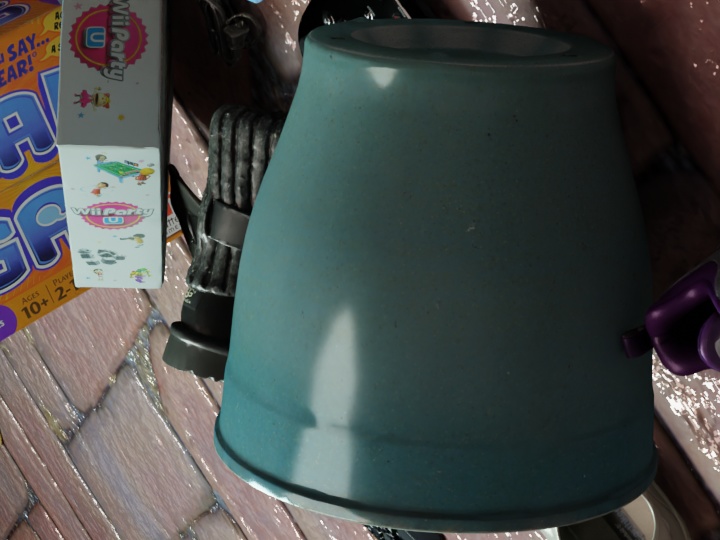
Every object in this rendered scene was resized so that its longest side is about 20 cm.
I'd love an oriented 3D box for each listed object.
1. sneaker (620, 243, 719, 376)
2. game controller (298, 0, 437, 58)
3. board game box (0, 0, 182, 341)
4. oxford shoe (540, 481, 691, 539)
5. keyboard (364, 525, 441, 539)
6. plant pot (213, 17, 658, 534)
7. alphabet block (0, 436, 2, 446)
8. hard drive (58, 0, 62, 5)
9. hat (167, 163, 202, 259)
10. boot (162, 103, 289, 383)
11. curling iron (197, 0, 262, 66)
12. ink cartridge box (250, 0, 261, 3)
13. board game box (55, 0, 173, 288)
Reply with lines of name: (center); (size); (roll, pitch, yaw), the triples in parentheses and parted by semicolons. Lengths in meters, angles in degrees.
sneaker: (0.181, 0.019, 0.668); (0.074, 0.087, 0.200); (62, 158, -8)
game controller: (0.039, -0.068, 0.916); (0.200, 0.042, 0.104); (54, 158, 9)
board game box: (-0.285, -0.086, 1.362); (0.200, 0.200, 0.200); (20, 137, 56)
oxford shoe: (0.095, 0.093, 0.953); (0.200, 0.058, 0.075); (48, 111, 14)
keyboard: (-0.014, 0.163, 1.330); (0.200, 0.040, 0.104); (38, 151, 38)
plant pot: (0.037, -0.011, 0.791); (0.200, 0.200, 0.188); (24, 116, 54)
alphabet block: (-0.623, 0.177, 2.413); (0.196, 0.200, 0.195); (47, 154, 26)
hard drive: (-0.179, -0.230, 1.161); (0.135, 0.042, 0.200); (50, 157, 19)
hat: (-0.054, 0.003, 1.154); (0.201, 0.081, 0.201); (62, 169, 22)
boot: (0.000, 0.000, 1.024); (0.079, 0.211, 0.158); (-153, 79, -71)
curling iron: (-0.107, -0.211, 1.057); (0.050, 0.026, 0.200); (16, 134, 58)
ink cartridge box: (-0.107, -0.225, 0.834); (0.146, 0.086, 0.200); (25, 165, 14)
board game box: (-0.152, -0.095, 1.139); (0.200, 0.064, 0.148); (103, 167, -65)
